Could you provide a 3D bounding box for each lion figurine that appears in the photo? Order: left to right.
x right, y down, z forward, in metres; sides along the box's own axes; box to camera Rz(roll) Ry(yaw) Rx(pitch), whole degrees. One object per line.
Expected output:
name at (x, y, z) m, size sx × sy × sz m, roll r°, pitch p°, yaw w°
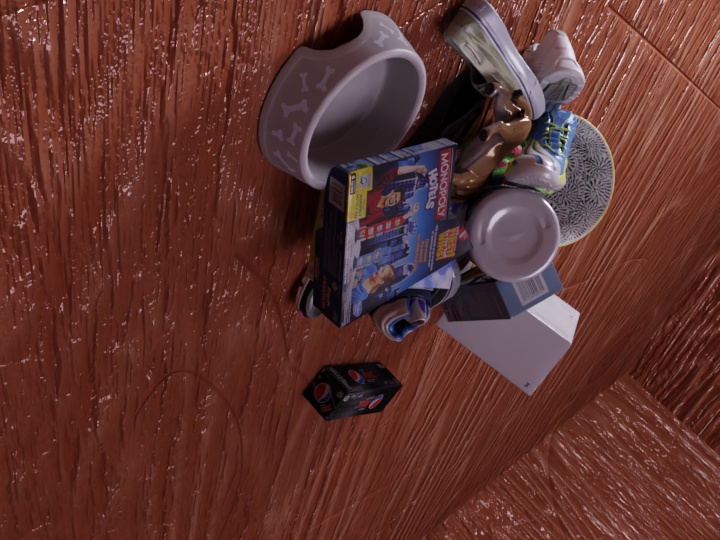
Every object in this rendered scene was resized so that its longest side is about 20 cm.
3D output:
lion figurine at (0.156, -0.152, 1.088) m, size 0.122 × 0.073 × 0.200 m, roll 3°, pitch 151°, yaw -44°

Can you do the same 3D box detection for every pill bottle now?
pill bottle at (0.192, -0.055, 1.198) m, size 0.120 × 0.120 × 0.200 m, roll -48°, pitch -175°, yaw 5°

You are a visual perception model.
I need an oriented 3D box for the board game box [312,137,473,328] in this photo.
board game box at (0.046, -0.056, 1.023) m, size 0.199 × 0.062 × 0.201 m, roll -19°, pitch 130°, yaw -32°

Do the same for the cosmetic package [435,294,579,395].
cosmetic package at (0.259, 0.083, 1.530) m, size 0.123 × 0.199 × 0.200 m, roll -56°, pitch 173°, yaw 21°

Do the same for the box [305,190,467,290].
box at (0.035, -0.040, 1.108) m, size 0.199 × 0.048 × 0.123 m, roll 3°, pitch 105°, yaw -35°

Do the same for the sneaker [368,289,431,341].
sneaker at (0.082, 0.005, 1.237) m, size 0.080 × 0.147 × 0.200 m, roll 19°, pitch 119°, yaw -37°

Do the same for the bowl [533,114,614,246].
bowl at (0.278, -0.141, 1.357) m, size 0.201 × 0.201 × 0.094 m, roll -44°, pitch -163°, yaw -5°

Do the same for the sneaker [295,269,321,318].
sneaker at (0.000, 0.000, 1.184) m, size 0.200 × 0.087 × 0.074 m, roll -44°, pitch 156°, yaw -4°

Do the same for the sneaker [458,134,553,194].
sneaker at (0.204, -0.153, 1.251) m, size 0.199 × 0.084 × 0.077 m, roll 11°, pitch 85°, yaw -34°

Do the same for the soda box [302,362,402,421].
soda box at (-0.010, 0.206, 1.517) m, size 0.071 × 0.063 × 0.200 m, roll -52°, pitch 155°, yaw 16°

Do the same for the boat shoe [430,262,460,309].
boat shoe at (0.079, 0.035, 1.348) m, size 0.068 × 0.074 × 0.199 m, roll -28°, pitch 176°, yaw -34°

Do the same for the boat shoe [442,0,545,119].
boat shoe at (0.158, -0.242, 1.058) m, size 0.062 × 0.072 × 0.200 m, roll -42°, pitch 133°, yaw 4°

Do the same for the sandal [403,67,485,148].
sandal at (0.113, -0.179, 1.140) m, size 0.200 × 0.043 × 0.076 m, roll -52°, pitch 155°, yaw 13°

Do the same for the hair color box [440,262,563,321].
hair color box at (0.201, 0.028, 1.317) m, size 0.099 × 0.061 × 0.200 m, roll -27°, pitch -175°, yaw -20°

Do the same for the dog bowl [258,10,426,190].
dog bowl at (-0.012, -0.171, 0.936) m, size 0.200 × 0.059 × 0.200 m, roll -36°, pitch 155°, yaw -20°

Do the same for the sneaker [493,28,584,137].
sneaker at (0.238, -0.250, 1.192) m, size 0.077 × 0.100 × 0.200 m, roll 6°, pitch 159°, yaw -17°

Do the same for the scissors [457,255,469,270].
scissors at (0.191, -0.042, 1.395) m, size 0.200 × 0.014 × 0.073 m, roll -34°, pitch 152°, yaw -27°

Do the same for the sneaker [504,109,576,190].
sneaker at (0.232, -0.158, 1.125) m, size 0.200 × 0.075 × 0.106 m, roll -21°, pitch 123°, yaw -76°

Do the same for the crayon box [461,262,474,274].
crayon box at (0.197, -0.066, 1.441) m, size 0.200 × 0.051 × 0.127 m, roll -29°, pitch 151°, yaw -31°
